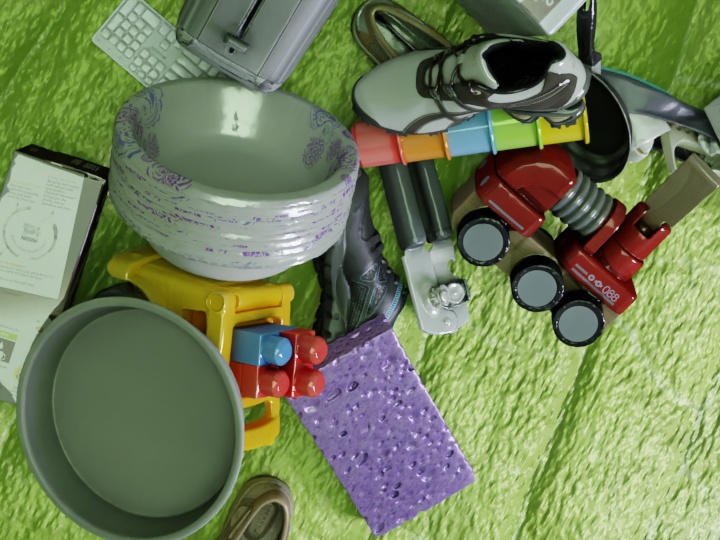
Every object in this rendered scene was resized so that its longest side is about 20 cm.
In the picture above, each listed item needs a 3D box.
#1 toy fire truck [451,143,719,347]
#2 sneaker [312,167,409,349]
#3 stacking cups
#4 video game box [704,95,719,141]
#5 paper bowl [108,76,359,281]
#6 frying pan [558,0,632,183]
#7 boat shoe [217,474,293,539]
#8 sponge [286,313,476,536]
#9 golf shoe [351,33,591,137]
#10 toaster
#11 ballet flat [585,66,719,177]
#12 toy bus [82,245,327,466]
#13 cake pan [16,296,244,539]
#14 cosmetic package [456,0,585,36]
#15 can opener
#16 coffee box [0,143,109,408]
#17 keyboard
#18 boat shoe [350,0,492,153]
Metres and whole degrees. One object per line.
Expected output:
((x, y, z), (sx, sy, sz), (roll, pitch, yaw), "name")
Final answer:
((0.199, -0.053, 1.180), (0.176, 0.129, 0.200), (40, 109, -12), "toy fire truck")
((0.000, 0.000, 1.222), (0.081, 0.073, 0.201), (-3, 109, -13), "sneaker")
((0.092, -0.127, 1.162), (0.199, 0.061, 0.061), (-6, 100, 9), "stacking cups")
((0.425, -0.118, 1.241), (0.200, 0.047, 0.183), (-34, 105, -24), "video game box")
((-0.106, -0.069, 1.119), (0.200, 0.201, 0.105), (6, 124, -9), "paper bowl")
((0.187, -0.165, 1.196), (0.031, 0.115, 0.191), (-32, 117, -31), "frying pan")
((-0.117, 0.286, 1.246), (0.071, 0.065, 0.201), (19, 95, -11), "boat shoe")
((0.018, 0.143, 1.232), (0.111, 0.030, 0.200), (-30, 122, -1), "sponge")
((0.083, -0.160, 1.098), (0.199, 0.095, 0.078), (-4, 72, 15), "golf shoe")
((-0.078, -0.233, 1.121), (0.113, 0.200, 0.129), (30, 111, -11), "toaster")
((0.275, -0.124, 1.233), (0.199, 0.073, 0.073), (19, 96, -13), "ballet flat")
((-0.120, 0.093, 1.140), (0.191, 0.136, 0.201), (13, 101, 30), "toy bus")
((-0.178, 0.117, 1.083), (0.199, 0.037, 0.201), (3, 100, 18), "cake pan")
((0.130, -0.305, 1.121), (0.165, 0.200, 0.165), (43, 90, -12), "cosmetic package")
((0.050, -0.037, 1.224), (0.052, 0.066, 0.201), (-15, 93, -25), "can opener")
((-0.277, 0.001, 1.152), (0.079, 0.113, 0.201), (18, 96, -8), "coffee box")
((-0.141, -0.158, 1.201), (0.200, 0.011, 0.056), (40, 91, -12), "keyboard")
((0.077, -0.165, 1.198), (0.200, 0.076, 0.072), (33, 91, -13), "boat shoe")
